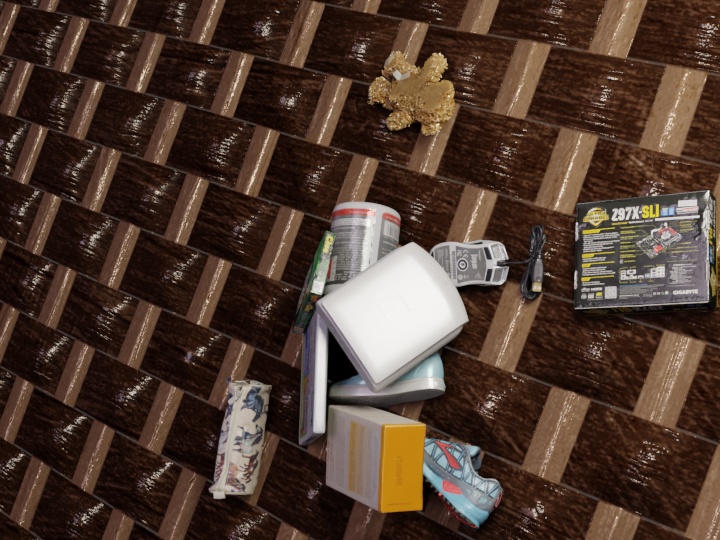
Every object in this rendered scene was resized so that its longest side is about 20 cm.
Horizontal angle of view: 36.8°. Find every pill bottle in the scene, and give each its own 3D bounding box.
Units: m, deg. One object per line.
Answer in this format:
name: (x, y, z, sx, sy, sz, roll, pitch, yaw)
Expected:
pill bottle: (0.000, 0.000, 1.755, 0.114, 0.115, 0.204, -1, 76, 32)

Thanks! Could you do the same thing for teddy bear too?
teddy bear: (0.091, -0.297, 1.819, 0.198, 0.067, 0.147, 13, 75, 41)

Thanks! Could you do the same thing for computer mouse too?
computer mouse: (0.196, -0.014, 1.673, 0.197, 0.044, 0.112, 1, 97, 33)

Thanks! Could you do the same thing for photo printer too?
photo printer: (0.056, 0.065, 1.652, 0.198, 0.070, 0.168, -32, 79, -14)

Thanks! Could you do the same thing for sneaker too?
sneaker: (0.043, 0.167, 1.715, 0.197, 0.074, 0.083, -8, 64, 21)
sneaker: (0.138, 0.294, 1.625, 0.095, 0.080, 0.200, -39, 56, -9)

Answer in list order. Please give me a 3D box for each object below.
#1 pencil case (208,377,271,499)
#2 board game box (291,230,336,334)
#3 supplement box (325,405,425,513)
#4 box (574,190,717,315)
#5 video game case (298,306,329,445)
pencil case: (-0.204, 0.285, 1.824, 0.077, 0.089, 0.204, 3, 79, 32)
board game box: (-0.076, 0.023, 1.736, 0.023, 0.200, 0.106, 18, 67, -6)
supplement box: (0.020, 0.278, 1.625, 0.199, 0.072, 0.129, 6, 93, 64)
box: (0.405, -0.022, 1.543, 0.197, 0.049, 0.163, -5, 72, 32)
video game case: (-0.075, 0.170, 1.738, 0.022, 0.182, 0.204, 4, 75, -10)
